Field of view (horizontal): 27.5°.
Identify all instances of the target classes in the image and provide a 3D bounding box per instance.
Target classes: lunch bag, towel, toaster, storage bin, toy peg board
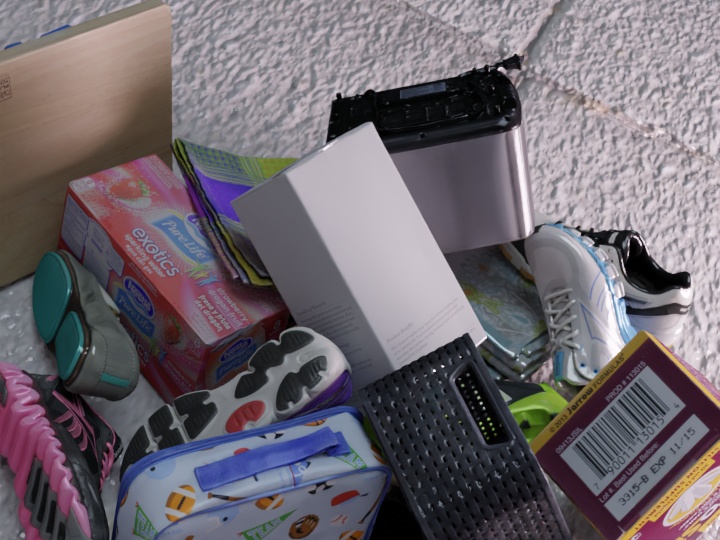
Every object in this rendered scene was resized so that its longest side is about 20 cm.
[{"bbox_3d":[-0.075,0.170,1.043,0.198,0.161,0.076,-13,51,-25],"label":"lunch bag"},{"bbox_3d":[-0.072,-0.042,1.240,0.142,0.023,0.201,10,35,-36],"label":"towel"},{"bbox_3d":[0.069,-0.101,1.322,0.198,0.120,0.181,-10,22,5],"label":"toaster"},{"bbox_3d":[0.084,0.157,1.078,0.093,0.201,0.136,-27,54,0],"label":"storage bin"},{"bbox_3d":[0.117,0.009,1.367,0.200,0.048,0.171,40,43,20],"label":"towel"},{"bbox_3d":[-0.267,-0.124,1.259,0.097,0.201,0.199,28,41,32],"label":"toy peg board"}]

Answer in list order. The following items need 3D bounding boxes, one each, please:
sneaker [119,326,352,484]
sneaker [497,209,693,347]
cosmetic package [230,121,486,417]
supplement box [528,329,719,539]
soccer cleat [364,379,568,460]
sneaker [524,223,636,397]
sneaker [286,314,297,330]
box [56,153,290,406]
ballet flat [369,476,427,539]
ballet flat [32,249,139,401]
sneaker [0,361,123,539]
[{"bbox_3d":[-0.089,0.128,1.109,0.199,0.084,0.081,-31,52,4],"label":"sneaker"},{"bbox_3d":[0.215,-0.014,1.332,0.199,0.088,0.076,34,44,15],"label":"sneaker"},{"bbox_3d":[0.000,0.000,1.152,0.113,0.081,0.201,-32,94,-43],"label":"cosmetic package"},{"bbox_3d":[0.232,0.142,1.145,0.103,0.131,0.200,47,10,26],"label":"supplement box"},{"bbox_3d":[0.079,0.122,1.233,0.197,0.068,0.081,2,22,-13],"label":"soccer cleat"},{"bbox_3d":[0.191,0.056,1.276,0.086,0.075,0.201,-31,93,-37],"label":"sneaker"},{"bbox_3d":[-0.064,0.023,1.264,0.199,0.071,0.098,24,41,2],"label":"sneaker"},{"bbox_3d":[-0.158,0.011,1.218,0.094,0.103,0.200,-24,57,-37],"label":"box"},{"bbox_3d":[0.034,0.224,1.108,0.066,0.057,0.201,2,46,-20],"label":"ballet flat"},{"bbox_3d":[-0.217,0.047,1.170,0.063,0.068,0.200,20,15,-27],"label":"ballet flat"},{"bbox_3d":[-0.211,0.138,1.084,0.095,0.080,0.200,8,31,-36],"label":"sneaker"}]
